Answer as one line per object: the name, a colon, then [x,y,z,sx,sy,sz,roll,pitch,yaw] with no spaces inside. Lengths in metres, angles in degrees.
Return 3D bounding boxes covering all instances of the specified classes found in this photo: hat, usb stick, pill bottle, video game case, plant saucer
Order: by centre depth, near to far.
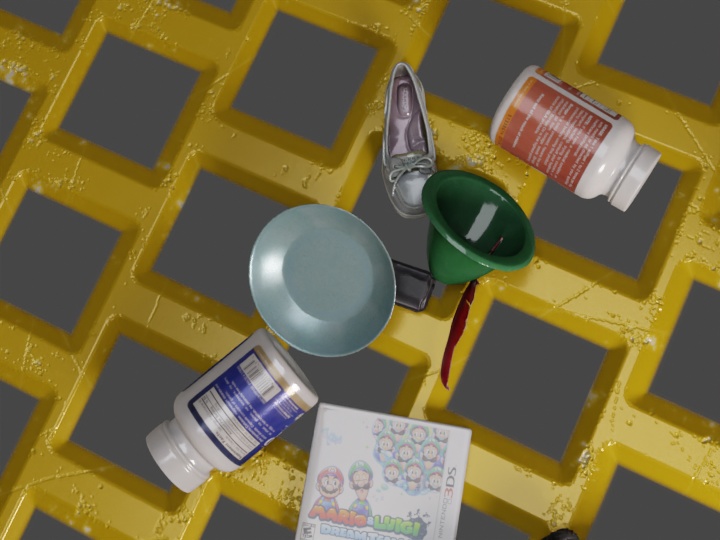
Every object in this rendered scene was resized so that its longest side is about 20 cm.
pill bottle: [-0.163,0.178,1.248,0.199,0.120,0.120,-39,76,-1]
video game case: [0.028,0.273,1.252,0.198,0.024,0.184,8,80,10]
pill bottle: [0.271,-0.163,1.261,0.199,0.112,0.113,34,85,13]
plant saucer: [-0.046,0.010,1.282,0.199,0.039,0.203,5,106,16]
hat: [0.111,-0.003,1.288,0.165,0.200,0.177,32,128,-1]
usb stick: [0.000,0.000,1.307,0.198,0.033,0.056,19,89,11]

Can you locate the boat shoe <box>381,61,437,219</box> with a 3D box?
boat shoe: [0.061,-0.170,1.315,0.074,0.065,0.204,-3,78,7]

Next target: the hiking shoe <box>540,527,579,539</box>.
hiking shoe: [0.225,0.406,1.182,0.100,0.076,0.202,25,92,3]
